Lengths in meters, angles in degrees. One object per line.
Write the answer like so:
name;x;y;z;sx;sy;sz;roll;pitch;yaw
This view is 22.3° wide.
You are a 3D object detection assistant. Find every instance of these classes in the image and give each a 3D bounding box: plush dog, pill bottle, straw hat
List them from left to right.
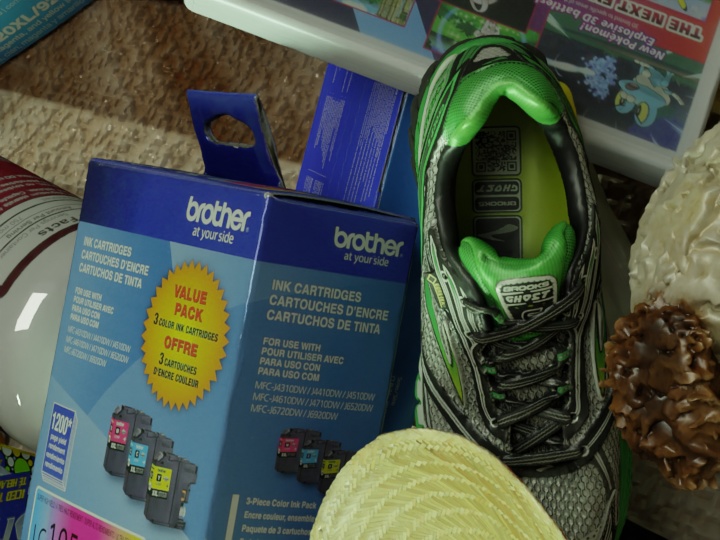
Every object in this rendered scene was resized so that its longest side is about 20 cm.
pill bottle;-0.153;0.018;0.856;0.200;0.113;0.113;27;88;36
straw hat;0.060;0.145;0.605;0.201;0.085;0.201;10;102;57
plush dog;0.154;-0.001;0.633;0.160;0.172;0.200;30;88;34

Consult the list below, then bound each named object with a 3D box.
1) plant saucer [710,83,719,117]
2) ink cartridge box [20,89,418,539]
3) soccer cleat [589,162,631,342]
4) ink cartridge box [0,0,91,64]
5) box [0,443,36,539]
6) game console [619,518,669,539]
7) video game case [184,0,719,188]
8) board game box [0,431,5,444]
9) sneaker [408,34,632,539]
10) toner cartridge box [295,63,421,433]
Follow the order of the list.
plant saucer;0.092;-0.164;0.757;0.200;0.048;0.200;18;70;1
ink cartridge box;-0.056;0.033;0.709;0.136;0.076;0.200;12;90;52
soccer cleat;0.075;-0.020;0.763;0.069;0.078;0.200;-37;37;25
ink cartridge box;-0.263;-0.202;0.951;0.145;0.200;0.147;-29;60;20
box;-0.196;0.105;0.797;0.070;0.200;0.064;-10;68;28
game console;0.073;0.194;0.710;0.200;0.116;0.176;24;56;35
video game case;0.057;-0.144;0.709;0.200;0.023;0.182;21;69;1
board game box;-0.289;0.118;0.909;0.200;0.103;0.105;-8;69;29
sneaker;0.050;0.020;0.634;0.078;0.085;0.200;-10;97;5
toner cartridge box;0.000;0.000;0.758;0.095;0.043;0.200;30;106;65
